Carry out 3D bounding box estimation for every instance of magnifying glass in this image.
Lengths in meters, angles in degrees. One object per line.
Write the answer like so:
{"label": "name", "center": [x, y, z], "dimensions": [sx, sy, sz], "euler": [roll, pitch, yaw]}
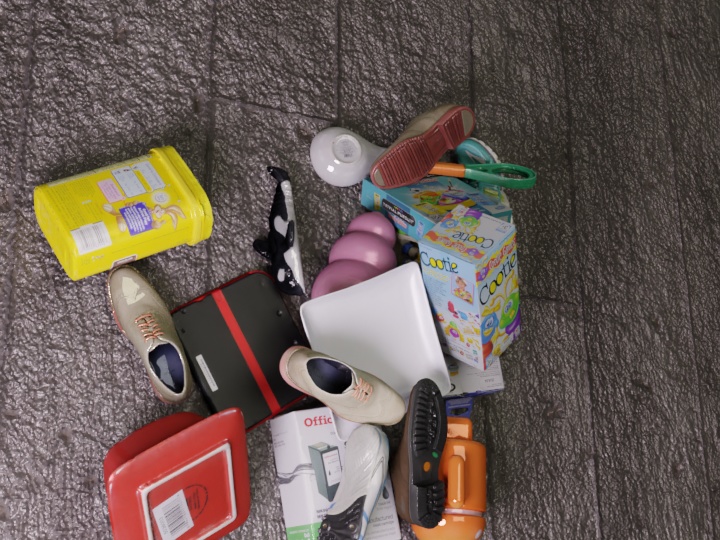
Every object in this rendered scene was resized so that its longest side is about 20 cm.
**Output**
{"label": "magnifying glass", "center": [0.190, -0.161, 1.651], "dimensions": [0.196, 0.080, 0.023], "euler": [4, 115, -3]}

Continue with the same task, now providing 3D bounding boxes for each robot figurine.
{"label": "robot figurine", "center": [0.129, 0.319, 1.483], "dimensions": [0.115, 0.143, 0.204], "euler": [17, 67, -38]}

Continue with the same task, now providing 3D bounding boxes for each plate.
{"label": "plate", "center": [0.020, 0.112, 1.432], "dimensions": [0.197, 0.032, 0.204], "euler": [-20, 98, -26]}

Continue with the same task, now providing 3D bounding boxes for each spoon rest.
{"label": "spoon rest", "center": [0.012, -0.189, 1.636], "dimensions": [0.196, 0.061, 0.101], "euler": [-7, 77, -18]}

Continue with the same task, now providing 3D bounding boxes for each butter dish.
{"label": "butter dish", "center": [-0.253, 0.262, 1.292], "dimensions": [0.198, 0.147, 0.203], "euler": [-26, 130, -34]}

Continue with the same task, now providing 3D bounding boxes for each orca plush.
{"label": "orca plush", "center": [-0.128, -0.055, 1.497], "dimensions": [0.070, 0.105, 0.204], "euler": [-8, 80, -2]}

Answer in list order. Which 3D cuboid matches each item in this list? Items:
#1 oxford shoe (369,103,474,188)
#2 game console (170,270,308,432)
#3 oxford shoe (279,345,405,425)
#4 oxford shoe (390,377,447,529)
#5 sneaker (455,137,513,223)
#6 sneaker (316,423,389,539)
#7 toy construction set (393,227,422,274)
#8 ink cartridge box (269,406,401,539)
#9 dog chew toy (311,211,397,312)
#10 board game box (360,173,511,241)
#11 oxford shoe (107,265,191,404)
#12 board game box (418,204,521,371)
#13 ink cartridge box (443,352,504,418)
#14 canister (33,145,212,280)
{"label": "oxford shoe", "center": [0.088, -0.198, 1.603], "dimensions": [0.198, 0.075, 0.071], "euler": [-33, 126, -16]}
{"label": "game console", "center": [-0.164, 0.116, 1.452], "dimensions": [0.175, 0.031, 0.202], "euler": [-28, 89, -27]}
{"label": "oxford shoe", "center": [-0.013, 0.163, 1.355], "dimensions": [0.198, 0.073, 0.072], "euler": [24, 79, -25]}
{"label": "oxford shoe", "center": [0.073, 0.252, 1.418], "dimensions": [0.072, 0.084, 0.204], "euler": [12, 81, -37]}
{"label": "sneaker", "center": [0.203, -0.128, 1.702], "dimensions": [0.079, 0.077, 0.204], "euler": [-10, 80, -43]}
{"label": "sneaker", "center": [-0.003, 0.311, 1.363], "dimensions": [0.072, 0.071, 0.203], "euler": [39, 63, -49]}
{"label": "toy construction set", "center": [0.128, -0.040, 1.614], "dimensions": [0.198, 0.131, 0.094], "euler": [-2, 117, -40]}
{"label": "ink cartridge box", "center": [-0.037, 0.295, 1.435], "dimensions": [0.144, 0.084, 0.204], "euler": [-4, 77, -31]}
{"label": "dog chew toy", "center": [0.000, 0.000, 1.526], "dimensions": [0.123, 0.124, 0.203], "euler": [29, 59, -20]}
{"label": "board game box", "center": [0.116, -0.101, 1.586], "dimensions": [0.149, 0.199, 0.048], "euler": [-12, 121, -32]}
{"label": "oxford shoe", "center": [-0.276, 0.081, 1.352], "dimensions": [0.070, 0.074, 0.202], "euler": [-29, 90, -18]}
{"label": "board game box", "center": [0.162, 0.026, 1.472], "dimensions": [0.103, 0.104, 0.202], "euler": [-40, 137, -32]}
{"label": "ink cartridge box", "center": [0.145, 0.133, 1.596], "dimensions": [0.134, 0.076, 0.204], "euler": [-3, 76, -30]}
{"label": "canister", "center": [-0.320, -0.079, 1.361], "dimensions": [0.198, 0.087, 0.149], "euler": [-21, 58, -30]}
